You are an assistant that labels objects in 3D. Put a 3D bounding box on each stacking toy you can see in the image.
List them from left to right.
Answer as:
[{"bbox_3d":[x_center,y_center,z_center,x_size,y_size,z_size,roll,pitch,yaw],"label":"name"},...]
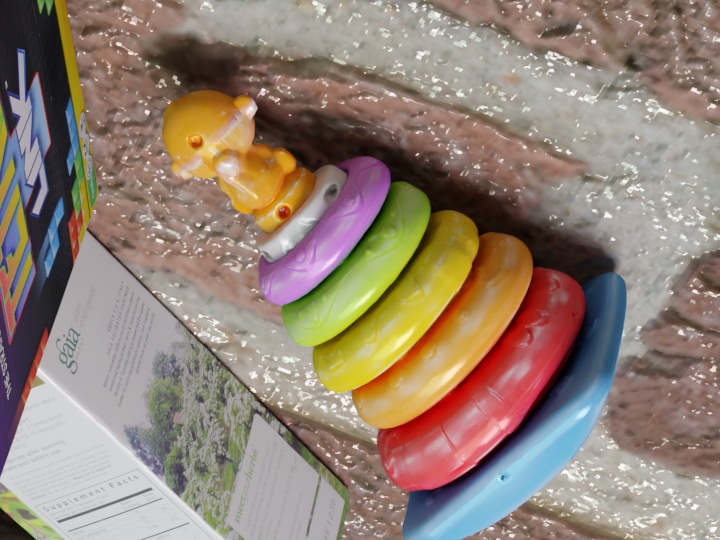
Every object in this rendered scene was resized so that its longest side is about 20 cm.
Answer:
[{"bbox_3d":[0.000,0.000,1.165,0.200,0.110,0.116,41,116,-13],"label":"stacking toy"}]

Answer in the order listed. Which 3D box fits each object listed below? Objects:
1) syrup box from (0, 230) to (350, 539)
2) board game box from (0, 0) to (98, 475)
[{"bbox_3d":[-0.097,0.078,1.276,0.081,0.079,0.200,-22,128,33],"label":"syrup box"},{"bbox_3d":[-0.151,-0.042,1.095,0.057,0.165,0.200,5,138,9],"label":"board game box"}]
